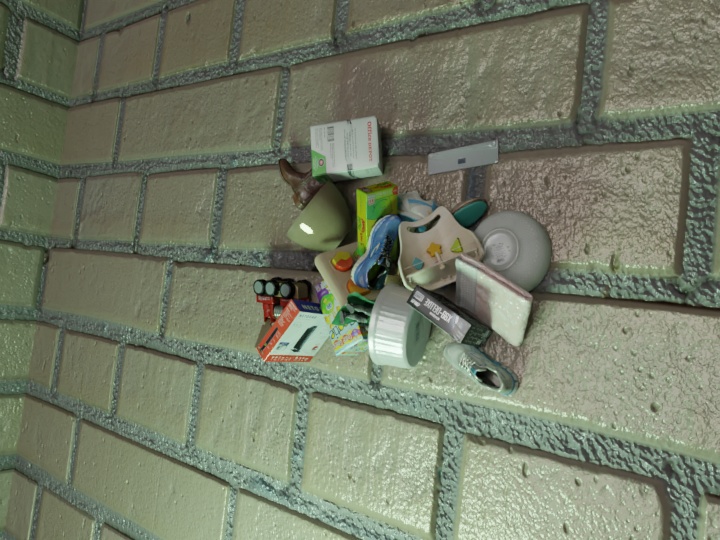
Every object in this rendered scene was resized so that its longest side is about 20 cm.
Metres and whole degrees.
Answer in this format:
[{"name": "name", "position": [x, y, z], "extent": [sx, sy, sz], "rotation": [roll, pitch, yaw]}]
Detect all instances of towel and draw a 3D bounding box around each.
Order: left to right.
[{"name": "towel", "position": [0.290, 0.068, 1.227], "extent": [0.189, 0.202, 0.032], "rotation": [36, 68, 27]}]

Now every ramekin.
[{"name": "ramekin", "position": [0.103, 0.140, 1.351], "extent": [0.095, 0.199, 0.208], "rotation": [9, 88, 27]}]

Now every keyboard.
[{"name": "keyboard", "position": [0.261, -0.289, 1.413], "extent": [0.195, 0.011, 0.059], "rotation": [-4, 85, 35]}]

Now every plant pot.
[{"name": "plant pot", "position": [-0.100, -0.133, 1.556], "extent": [0.134, 0.201, 0.201], "rotation": [39, 109, -4]}]

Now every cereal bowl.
[{"name": "cereal bowl", "position": [0.337, -0.044, 1.278], "extent": [0.195, 0.082, 0.208], "rotation": [-7, 79, 34]}]

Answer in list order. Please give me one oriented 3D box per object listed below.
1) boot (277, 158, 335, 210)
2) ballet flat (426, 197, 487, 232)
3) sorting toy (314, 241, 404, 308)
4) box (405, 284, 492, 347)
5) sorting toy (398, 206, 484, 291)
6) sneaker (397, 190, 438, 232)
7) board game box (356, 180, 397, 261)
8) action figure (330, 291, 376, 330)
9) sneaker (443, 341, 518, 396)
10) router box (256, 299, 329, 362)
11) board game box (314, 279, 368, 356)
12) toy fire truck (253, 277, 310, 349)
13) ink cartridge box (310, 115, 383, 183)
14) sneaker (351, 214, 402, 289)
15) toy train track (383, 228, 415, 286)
[{"name": "boot", "position": [-0.148, -0.314, 1.671], "extent": [0.198, 0.064, 0.190], "rotation": [-35, 77, 29]}, {"name": "ballet flat", "position": [0.229, -0.126, 1.380], "extent": [0.199, 0.067, 0.068], "rotation": [-40, 35, 22]}, {"name": "sorting toy", "position": [0.000, 0.000, 1.461], "extent": [0.187, 0.195, 0.037], "rotation": [56, 152, 26]}, {"name": "box", "position": [0.209, 0.108, 1.268], "extent": [0.156, 0.199, 0.051], "rotation": [37, 98, 27]}, {"name": "sorting toy", "position": [0.174, -0.061, 1.317], "extent": [0.194, 0.107, 0.185], "rotation": [-21, 63, 4]}, {"name": "sneaker", "position": [0.121, -0.171, 1.463], "extent": [0.198, 0.077, 0.081], "rotation": [30, 75, 40]}, {"name": "board game box", "position": [0.044, -0.116, 1.416], "extent": [0.047, 0.099, 0.206], "rotation": [33, 132, 48]}, {"name": "action figure", "position": [0.031, 0.114, 1.401], "extent": [0.118, 0.196, 0.056], "rotation": [-47, 53, 30]}, {"name": "sneaker", "position": [0.270, 0.223, 1.284], "extent": [0.197, 0.086, 0.077], "rotation": [26, 99, 36]}, {"name": "router box", "position": [-0.167, 0.173, 1.531], "extent": [0.049, 0.198, 0.181], "rotation": [47, 109, 30]}, {"name": "board game box", "position": [-0.033, 0.117, 1.503], "extent": [0.102, 0.104, 0.205], "rotation": [-31, 67, 27]}, {"name": "toy fire truck", "position": [-0.247, 0.131, 1.654], "extent": [0.171, 0.127, 0.208], "rotation": [4, 97, 34]}, {"name": "ink cartridge box", "position": [-0.037, -0.337, 1.549], "extent": [0.193, 0.084, 0.152], "rotation": [-5, 80, 13]}, {"name": "sneaker", "position": [0.056, -0.041, 1.371], "extent": [0.089, 0.077, 0.205], "rotation": [31, 97, 50]}, {"name": "toy train track", "position": [0.100, -0.021, 1.417], "extent": [0.032, 0.113, 0.207], "rotation": [21, 101, 39]}]
